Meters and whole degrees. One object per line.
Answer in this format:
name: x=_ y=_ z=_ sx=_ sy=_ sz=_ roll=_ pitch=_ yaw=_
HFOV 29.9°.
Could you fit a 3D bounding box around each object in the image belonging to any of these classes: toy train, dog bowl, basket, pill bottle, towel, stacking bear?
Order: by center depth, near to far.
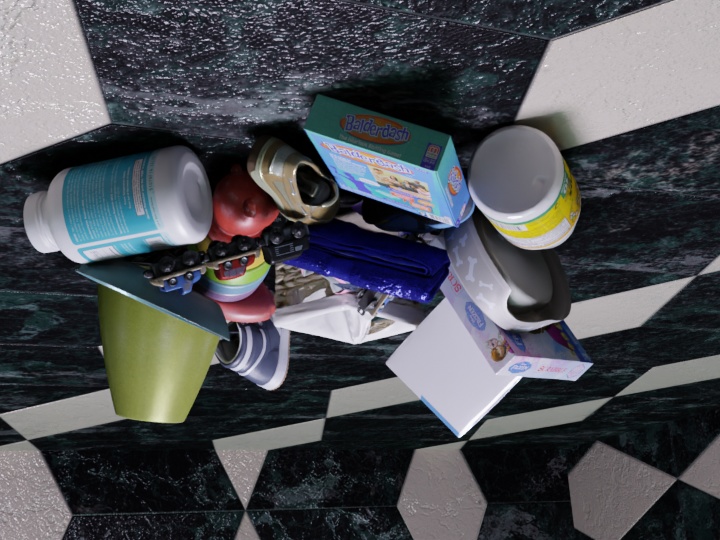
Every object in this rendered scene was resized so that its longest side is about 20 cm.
pill bottle: x=-0.275 y=-0.070 z=1.514 sx=0.198 sy=0.112 sz=0.111 roll=-9 pitch=164 yaw=16
toy train: x=-0.147 y=-0.013 z=1.516 sx=0.199 sy=0.046 sz=0.034 roll=-16 pitch=-169 yaw=-24
pill bottle: x=0.200 y=-0.089 z=1.593 sx=0.112 sy=0.114 sz=0.200 roll=-9 pitch=164 yaw=16
stacking bear: x=-0.148 y=-0.041 z=1.623 sx=0.113 sy=0.122 sz=0.201 roll=-4 pitch=145 yaw=-19
towel: x=0.008 y=-0.024 z=1.635 sx=0.198 sy=0.050 sz=0.148 roll=16 pitch=-159 yaw=10
dog bowl: x=0.182 y=-0.010 z=1.693 sx=0.059 sy=0.201 sz=0.199 roll=-35 pitch=151 yaw=27
toy train: x=0.060 y=-0.019 z=1.765 sx=0.200 sy=0.034 sz=0.046 roll=-53 pitch=151 yaw=17
basket: x=-0.018 y=0.021 z=1.903 sx=0.135 sy=0.125 sz=0.199 roll=-15 pitch=161 yaw=34

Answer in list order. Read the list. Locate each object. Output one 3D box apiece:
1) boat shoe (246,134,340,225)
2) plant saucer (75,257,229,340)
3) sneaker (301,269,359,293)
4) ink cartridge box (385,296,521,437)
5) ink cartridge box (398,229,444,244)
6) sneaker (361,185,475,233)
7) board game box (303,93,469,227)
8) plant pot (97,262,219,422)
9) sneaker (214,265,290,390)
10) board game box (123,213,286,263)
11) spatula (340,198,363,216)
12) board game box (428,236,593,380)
boat shoe: x=-0.058 y=-0.090 z=1.541 sx=0.076 sy=0.072 sz=0.200 roll=20 pitch=176 yaw=24
plant saucer: x=-0.238 y=0.027 z=1.587 sx=0.199 sy=0.036 sz=0.200 roll=25 pitch=174 yaw=3
sneaker: x=0.000 y=0.000 z=1.747 sx=0.199 sy=0.083 sz=0.070 roll=27 pitch=-150 yaw=36
ink cartridge box: x=0.160 y=0.103 z=1.864 sx=0.146 sy=0.147 sz=0.200 roll=-48 pitch=173 yaw=25
ink cartridge box: x=0.158 y=-0.051 z=1.845 sx=0.198 sy=0.045 sz=0.094 roll=-2 pitch=166 yaw=-12
sneaker: x=0.086 y=-0.079 z=1.636 sx=0.078 sy=0.067 sz=0.199 roll=12 pitch=172 yaw=-34
board game box: x=0.033 y=-0.116 z=1.461 sx=0.151 sy=0.045 sz=0.200 roll=20 pitch=170 yaw=14
plant pot: x=-0.267 y=0.095 z=1.787 sx=0.185 sy=0.202 sz=0.187 roll=7 pitch=180 yaw=0
sneaker: x=-0.153 y=0.058 z=1.880 sx=0.070 sy=0.202 sz=0.108 roll=-24 pitch=146 yaw=36
board game box: x=-0.207 y=-0.045 z=1.781 sx=0.134 sy=0.028 sz=0.199 roll=7 pitch=160 yaw=-38
spatula: x=-0.022 y=-0.087 z=1.703 sx=0.056 sy=0.021 sz=0.199 roll=-16 pitch=161 yaw=40
board game box: x=0.192 y=0.051 z=1.766 sx=0.041 sy=0.201 sz=0.199 roll=-46 pitch=150 yaw=25
